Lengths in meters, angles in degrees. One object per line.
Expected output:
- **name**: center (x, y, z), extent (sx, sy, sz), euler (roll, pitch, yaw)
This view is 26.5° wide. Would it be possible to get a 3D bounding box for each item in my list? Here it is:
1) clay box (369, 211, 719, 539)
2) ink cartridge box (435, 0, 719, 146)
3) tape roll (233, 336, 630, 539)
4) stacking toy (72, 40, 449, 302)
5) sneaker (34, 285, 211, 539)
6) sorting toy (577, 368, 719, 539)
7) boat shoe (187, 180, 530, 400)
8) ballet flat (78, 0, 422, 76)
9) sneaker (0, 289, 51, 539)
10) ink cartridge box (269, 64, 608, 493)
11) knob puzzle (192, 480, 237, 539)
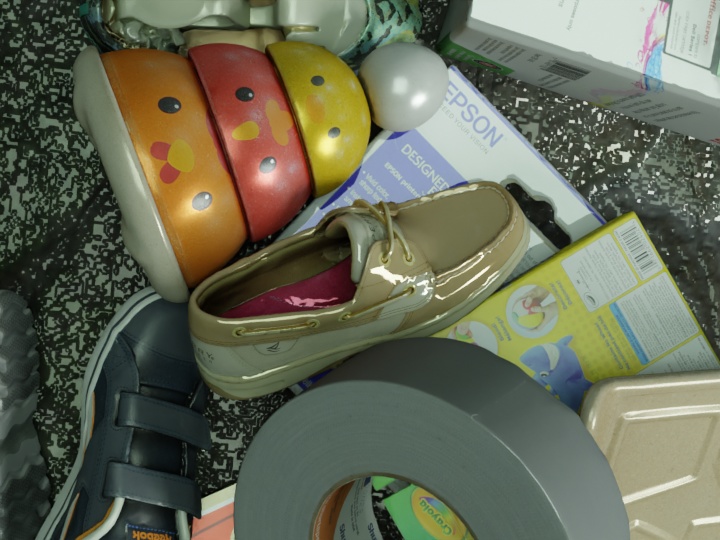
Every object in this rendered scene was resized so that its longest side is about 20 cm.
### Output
- **clay box**: center (0.092, 0.067, 0.850), extent (0.199, 0.048, 0.115), euler (-30, 90, -1)
- **ink cartridge box**: center (0.153, -0.135, 0.841), extent (0.199, 0.145, 0.085), euler (17, 91, -4)
- **tape roll**: center (0.034, 0.139, 0.780), extent (0.199, 0.066, 0.202), euler (11, 112, 27)
- **stacking toy**: center (-0.047, -0.082, 0.835), extent (0.199, 0.146, 0.147), euler (-22, 93, -6)
- **sneaker**: center (-0.122, 0.112, 0.858), extent (0.078, 0.079, 0.201), euler (16, 95, -35)
- **sorting toy**: center (0.178, 0.127, 0.845), extent (0.199, 0.037, 0.186), euler (-5, 124, -27)
- **boat shoe**: center (0.000, 0.000, 0.814), extent (0.199, 0.069, 0.074), euler (-27, 51, -10)
- **ballet flat**: center (-0.061, -0.143, 0.867), extent (0.198, 0.074, 0.075), euler (-3, 92, -4)
- **sneaker**: center (-0.228, 0.111, 0.876), extent (0.081, 0.075, 0.202), euler (1, 90, 17)
- **ink cartridge box**: center (0.051, 0.020, 0.891), extent (0.200, 0.043, 0.198), euler (-45, 95, 0)
- **knob puzzle**: center (-0.068, 0.224, 0.899), extent (0.218, 0.030, 0.221), euler (0, 92, -3)
